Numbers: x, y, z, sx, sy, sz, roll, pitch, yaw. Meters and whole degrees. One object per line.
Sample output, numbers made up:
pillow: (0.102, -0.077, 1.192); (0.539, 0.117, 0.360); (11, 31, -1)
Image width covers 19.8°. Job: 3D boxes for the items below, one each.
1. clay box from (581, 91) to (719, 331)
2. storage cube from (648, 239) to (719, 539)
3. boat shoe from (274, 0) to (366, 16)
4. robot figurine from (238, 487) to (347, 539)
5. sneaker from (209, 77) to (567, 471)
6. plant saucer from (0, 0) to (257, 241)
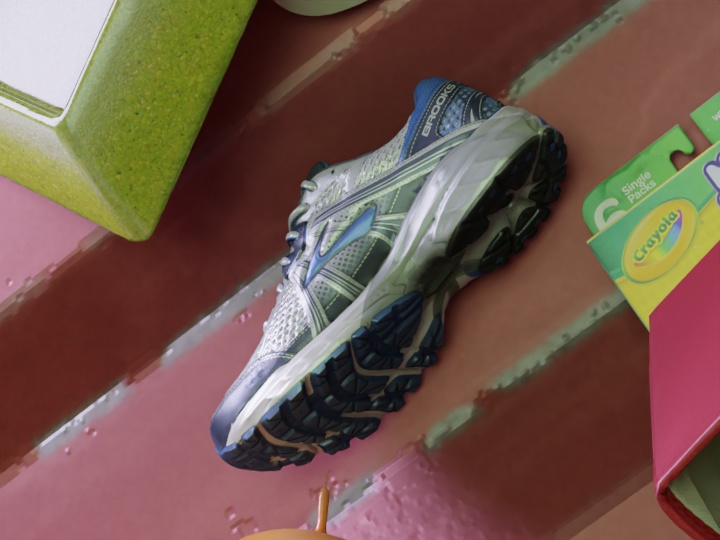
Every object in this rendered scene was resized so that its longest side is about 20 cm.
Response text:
clay box: (0.180, 0.015, 0.835); (0.115, 0.048, 0.200); (-38, 71, 11)
storage cube: (0.213, 0.034, 0.673); (0.171, 0.180, 0.200); (40, 106, -5)
boat shoe: (0.022, -0.203, 0.927); (0.200, 0.071, 0.063); (-53, 30, 19)
robot figurine: (-0.035, 0.194, 0.845); (0.116, 0.144, 0.201); (24, 93, 11)
sneaker: (0.000, 0.000, 0.902); (0.200, 0.077, 0.085); (-48, 58, -1)
plant saucer: (-0.131, -0.138, 0.946); (0.199, 0.048, 0.201); (24, 89, 43)
